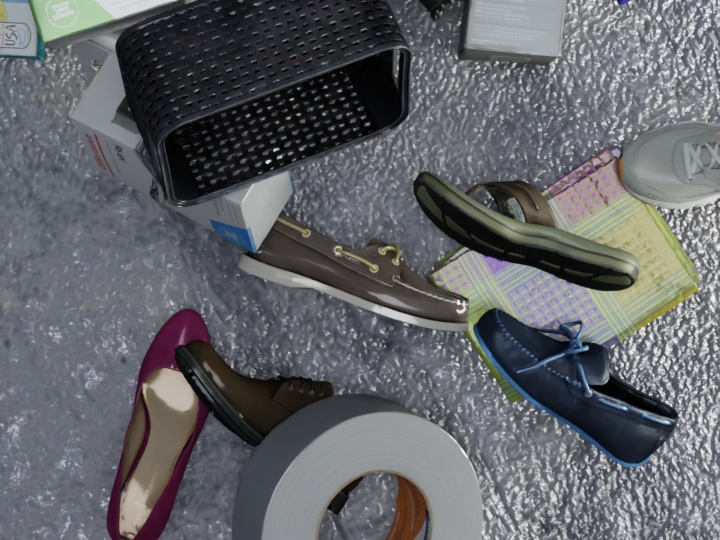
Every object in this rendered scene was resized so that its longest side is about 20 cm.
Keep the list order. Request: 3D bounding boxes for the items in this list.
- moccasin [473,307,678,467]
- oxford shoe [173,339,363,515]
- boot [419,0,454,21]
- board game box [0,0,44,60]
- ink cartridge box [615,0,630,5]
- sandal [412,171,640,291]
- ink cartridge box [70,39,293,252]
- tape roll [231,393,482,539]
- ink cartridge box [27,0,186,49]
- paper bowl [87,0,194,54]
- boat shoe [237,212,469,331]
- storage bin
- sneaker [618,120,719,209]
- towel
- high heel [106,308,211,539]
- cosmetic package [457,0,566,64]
[{"bbox_3d":[0.179,0.082,1.696,0.200,0.081,0.068,34,117,-28],"label":"moccasin"},{"bbox_3d":[-0.070,0.111,1.707,0.200,0.073,0.085,41,85,-24],"label":"oxford shoe"},{"bbox_3d":[0.008,-0.254,1.605,0.162,0.073,0.199,34,98,-11],"label":"boot"},{"bbox_3d":[-0.361,-0.255,1.715,0.199,0.047,0.152,2,92,0],"label":"board game box"},{"bbox_3d":[0.251,-0.300,1.651,0.136,0.200,0.077,-27,69,-13],"label":"ink cartridge box"},{"bbox_3d":[0.136,-0.039,1.695,0.200,0.080,0.058,20,75,-7],"label":"sandal"},{"bbox_3d":[-0.159,-0.103,1.663,0.199,0.116,0.068,28,75,12],"label":"ink cartridge box"},{"bbox_3d":[-0.002,0.204,1.680,0.199,0.066,0.201,-6,104,-26],"label":"tape roll"},{"bbox_3d":[-0.219,-0.285,1.598,0.117,0.067,0.201,-18,92,1],"label":"ink cartridge box"},{"bbox_3d":[-0.160,-0.267,1.686,0.200,0.104,0.202,0,92,-1],"label":"paper bowl"},{"bbox_3d":[0.000,0.000,1.711,0.199,0.072,0.060,17,92,8],"label":"boat shoe"},{"bbox_3d":[-0.070,-0.142,1.540,0.199,0.135,0.094,-20,68,-8],"label":"storage bin"},{"bbox_3d":[0.313,-0.096,1.694,0.199,0.092,0.076,-3,79,-2],"label":"sneaker"},{"bbox_3d":[0.174,0.004,1.737,0.200,0.023,0.144,-34,92,2],"label":"towel"},{"bbox_3d":[-0.162,0.132,1.702,0.067,0.096,0.201,10,92,0],"label":"high heel"},{"bbox_3d":[0.132,-0.272,1.687,0.090,0.107,0.201,4,90,1],"label":"cosmetic package"}]
